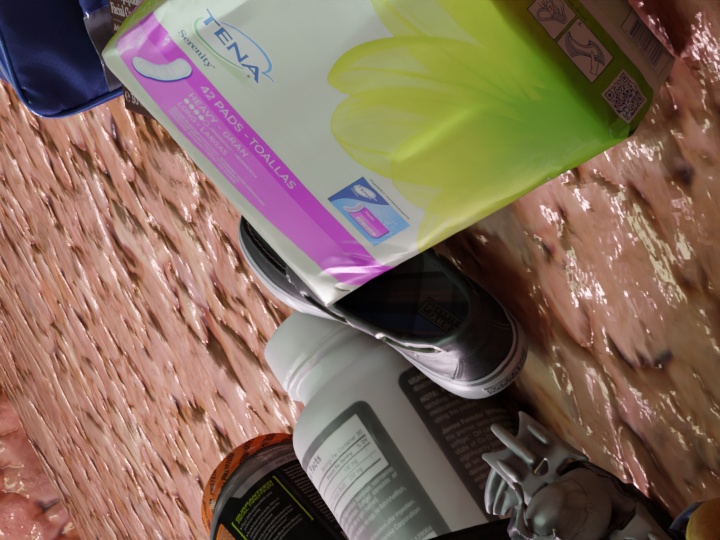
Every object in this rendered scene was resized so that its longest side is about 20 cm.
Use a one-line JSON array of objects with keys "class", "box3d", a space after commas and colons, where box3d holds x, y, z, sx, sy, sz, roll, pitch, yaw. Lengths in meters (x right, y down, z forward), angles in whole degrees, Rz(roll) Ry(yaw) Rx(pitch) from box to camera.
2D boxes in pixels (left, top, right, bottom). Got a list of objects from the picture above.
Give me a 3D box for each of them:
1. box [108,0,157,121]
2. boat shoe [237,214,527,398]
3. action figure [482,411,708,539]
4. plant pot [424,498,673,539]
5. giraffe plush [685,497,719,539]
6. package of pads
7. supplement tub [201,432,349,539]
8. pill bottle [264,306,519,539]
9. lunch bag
[{"class": "box", "box3d": [-0.082, -0.172, 1.232, 0.100, 0.075, 0.201, 24, 125, 62]}, {"class": "boat shoe", "box3d": [0.000, 0.000, 1.302, 0.200, 0.070, 0.066, 36, 173, 39]}, {"class": "action figure", "box3d": [0.115, 0.124, 1.039, 0.200, 0.069, 0.130, 32, -161, -52]}, {"class": "plant pot", "box3d": [0.109, 0.228, 1.207, 0.200, 0.177, 0.200, 48, 160, 44]}, {"class": "giraffe plush", "box3d": [0.190, 0.164, 0.918, 0.173, 0.199, 0.163, 75, -172, -46]}, {"class": "package of pads", "box3d": [0.005, -0.088, 0.999, 0.155, 0.068, 0.200, 48, 137, -12]}, {"class": "supplement tub", "box3d": [-0.022, 0.195, 1.669, 0.200, 0.122, 0.123, 43, 156, 50]}, {"class": "pill bottle", "box3d": [0.033, 0.104, 1.356, 0.200, 0.110, 0.111, 56, 164, 18]}, {"class": "lunch bag", "box3d": [-0.173, -0.198, 1.448, 0.132, 0.136, 0.201, 36, 149, 56]}]
